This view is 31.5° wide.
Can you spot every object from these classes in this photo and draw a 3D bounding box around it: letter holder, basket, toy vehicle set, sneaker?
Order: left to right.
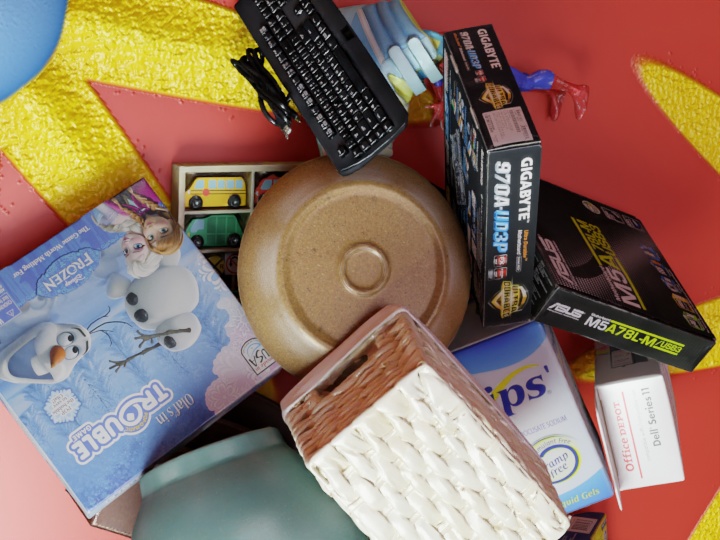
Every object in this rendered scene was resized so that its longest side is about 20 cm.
[{"bbox_3d":[-0.132,0.171,1.121,0.199,0.100,0.143,24,88,-27],"label":"letter holder"},{"bbox_3d":[-0.072,-0.034,1.145,0.198,0.026,0.125,-3,102,-24],"label":"toy vehicle set"},{"bbox_3d":[0.025,-0.140,1.096,0.129,0.080,0.202,-14,92,9],"label":"sneaker"},{"bbox_3d":[0.050,0.149,0.984,0.135,0.123,0.200,-41,106,5],"label":"basket"}]

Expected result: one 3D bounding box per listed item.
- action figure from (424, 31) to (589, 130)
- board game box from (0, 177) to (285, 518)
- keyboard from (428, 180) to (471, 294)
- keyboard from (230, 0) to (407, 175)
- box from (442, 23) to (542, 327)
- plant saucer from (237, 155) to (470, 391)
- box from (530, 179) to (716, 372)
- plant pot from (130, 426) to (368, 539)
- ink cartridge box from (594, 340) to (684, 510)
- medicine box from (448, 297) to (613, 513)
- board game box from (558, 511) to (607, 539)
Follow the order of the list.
[{"bbox_3d":[0.112,-0.158,1.183,0.199,0.065,0.100,18,84,-27],"label":"action figure"},{"bbox_3d":[-0.198,0.059,1.036,0.200,0.043,0.199,-37,85,-20],"label":"board game box"},{"bbox_3d":[0.086,-0.011,1.221,0.199,0.039,0.105,29,74,-34],"label":"keyboard"},{"bbox_3d":[-0.049,-0.163,1.039,0.104,0.201,0.040,-43,152,20],"label":"keyboard"},{"bbox_3d":[0.107,-0.077,1.069,0.046,0.160,0.201,-9,135,-4],"label":"box"},{"bbox_3d":[0.000,0.000,1.043,0.198,0.035,0.202,1,85,-12],"label":"plant saucer"},{"bbox_3d":[0.215,-0.006,1.193,0.192,0.201,0.048,21,120,-28],"label":"box"},{"bbox_3d":[-0.097,0.205,0.997,0.199,0.200,0.135,-16,77,-21],"label":"plant pot"},{"bbox_3d":[0.271,0.132,1.244,0.067,0.200,0.118,-12,109,15],"label":"ink cartridge box"},{"bbox_3d":[0.114,0.137,1.187,0.181,0.103,0.201,-23,112,11],"label":"medicine box"},{"bbox_3d":[0.203,0.380,1.300,0.200,0.061,0.202,-33,121,-58],"label":"board game box"}]
